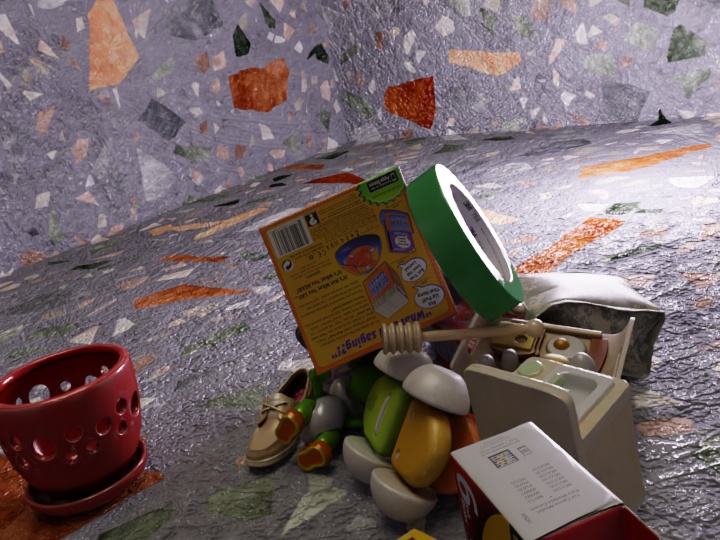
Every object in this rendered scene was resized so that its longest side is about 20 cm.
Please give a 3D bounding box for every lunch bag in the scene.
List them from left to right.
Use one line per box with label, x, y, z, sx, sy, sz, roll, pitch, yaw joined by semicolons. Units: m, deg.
lunch bag;0.316;0.071;1.075;0.195;0.120;0.164;8;16;-6

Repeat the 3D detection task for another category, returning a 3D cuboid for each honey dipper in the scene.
honey dipper;0.123;0.076;0.865;0.195;0.039;0.038;-3;18;-2

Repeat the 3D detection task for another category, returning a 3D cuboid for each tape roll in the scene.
tape roll;0.132;-0.037;0.911;0.048;0.202;0.201;-32;12;19

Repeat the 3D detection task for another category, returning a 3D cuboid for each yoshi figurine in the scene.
yoshi figurine;-0.024;0.189;1.037;0.110;0.115;0.199;8;24;30

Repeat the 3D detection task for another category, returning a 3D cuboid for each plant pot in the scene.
plant pot;-0.404;0.226;1.037;0.196;0.187;0.201;-11;18;4

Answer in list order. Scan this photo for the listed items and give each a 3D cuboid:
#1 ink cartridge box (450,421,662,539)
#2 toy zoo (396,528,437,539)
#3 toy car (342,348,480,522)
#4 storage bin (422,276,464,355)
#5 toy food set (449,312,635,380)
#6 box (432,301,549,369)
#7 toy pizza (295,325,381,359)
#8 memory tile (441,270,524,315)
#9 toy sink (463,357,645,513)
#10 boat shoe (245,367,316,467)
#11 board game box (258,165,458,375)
ink cartridge box;0.153;0.253;0.559;0.082;0.205;0.175;-16;17;-13
toy zoo;0.039;0.325;0.716;0.197;0.021;0.130;-22;21;-28
toy car;0.079;0.199;0.891;0.147;0.179;0.199;18;4;-26
storage bin;0.149;0.043;1.200;0.142;0.204;0.135;-1;25;-9
toy food set;0.224;0.094;0.892;0.196;0.061;0.144;8;38;26
box;0.194;0.129;1.003;0.094;0.102;0.199;-26;33;-20
toy pizza;-0.010;0.096;1.200;0.195;0.201;0.032;-8;61;11
memory tile;0.165;-0.019;1.067;0.151;0.017;0.201;29;25;-19
toy sink;0.207;0.169;0.762;0.111;0.204;0.129;-33;26;-33
boat shoe;-0.119;0.212;1.076;0.072;0.071;0.200;-5;19;19
board game box;0.000;0.000;1.007;0.196;0.204;0.200;-23;-1;2
